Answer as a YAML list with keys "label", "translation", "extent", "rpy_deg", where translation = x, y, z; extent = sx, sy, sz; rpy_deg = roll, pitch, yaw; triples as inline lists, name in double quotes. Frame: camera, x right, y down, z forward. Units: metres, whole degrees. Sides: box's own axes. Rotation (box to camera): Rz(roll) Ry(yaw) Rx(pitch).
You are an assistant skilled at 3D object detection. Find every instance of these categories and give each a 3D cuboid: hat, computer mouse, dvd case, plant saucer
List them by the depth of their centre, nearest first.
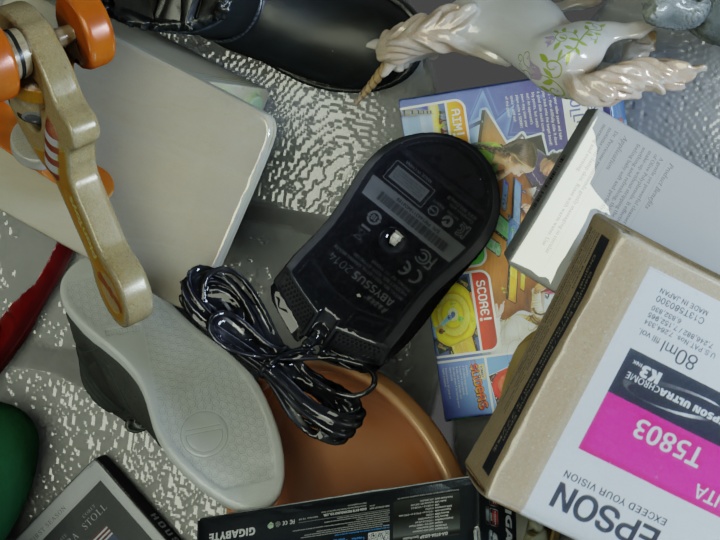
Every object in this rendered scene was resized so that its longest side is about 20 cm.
- label: "computer mouse"
  translation: [0.000, 0.000, 1.555]
  extent: [0.138, 0.053, 0.200]
  rpy_deg: [43, 72, 9]
- label: "plant saucer"
  translation: [-0.002, 0.146, 1.601]
  extent: [0.200, 0.037, 0.201]
  rpy_deg: [17, 116, 38]
- label: "dvd case"
  translation: [-0.152, 0.243, 1.694]
  extent: [0.150, 0.025, 0.200]
  rpy_deg: [-45, 81, 14]
- label: "hat"
  translation: [-0.228, 0.109, 1.714]
  extent: [0.166, 0.176, 0.200]
  rpy_deg: [49, 144, 10]

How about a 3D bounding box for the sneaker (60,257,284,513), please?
- label: "sneaker"
  translation: [-0.111, 0.084, 1.629]
  extent: [0.071, 0.099, 0.200]
  rpy_deg: [-35, 67, -16]

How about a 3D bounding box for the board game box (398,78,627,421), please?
- label: "board game box"
  translation: [0.104, -0.016, 1.596]
  extent: [0.135, 0.034, 0.201]
  rpy_deg: [-7, 91, 17]

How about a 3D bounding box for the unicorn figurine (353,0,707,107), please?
- label: "unicorn figurine"
  translation: [0.097, -0.141, 1.543]
  extent: [0.200, 0.137, 0.074]
  rpy_deg: [21, 133, 52]

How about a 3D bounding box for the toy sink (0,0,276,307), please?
- label: "toy sink"
  translation: [-0.138, -0.076, 1.629]
  extent: [0.199, 0.112, 0.131]
  rpy_deg: [27, 100, 19]

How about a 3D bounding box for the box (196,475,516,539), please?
- label: "box"
  translation: [-0.005, 0.211, 1.506]
  extent: [0.199, 0.046, 0.160]
  rpy_deg: [-12, 68, 30]

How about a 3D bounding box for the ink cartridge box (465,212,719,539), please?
- label: "ink cartridge box"
  translation: [0.183, 0.086, 1.437]
  extent: [0.199, 0.075, 0.165]
  rpy_deg: [25, 95, -10]

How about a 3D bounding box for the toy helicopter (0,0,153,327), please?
- label: "toy helicopter"
  translation: [-0.173, -0.060, 1.532]
  extent: [0.079, 0.132, 0.201]
  rpy_deg: [-23, 90, -23]

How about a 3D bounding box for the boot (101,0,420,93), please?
- label: "boot"
  translation: [-0.071, -0.160, 1.577]
  extent: [0.198, 0.162, 0.074]
  rpy_deg: [20, 97, 14]

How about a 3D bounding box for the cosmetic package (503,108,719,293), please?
- label: "cosmetic package"
  translation: [0.194, 0.000, 1.518]
  extent: [0.200, 0.085, 0.108]
  rpy_deg: [32, 94, -1]

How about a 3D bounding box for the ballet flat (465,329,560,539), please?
- label: "ballet flat"
  translation: [0.092, 0.131, 1.569]
  extent: [0.068, 0.063, 0.201]
  rpy_deg: [12, 111, 4]

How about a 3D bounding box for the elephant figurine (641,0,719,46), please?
- label: "elephant figurine"
  translation: [0.256, -0.221, 1.476]
  extent: [0.141, 0.155, 0.200]
  rpy_deg: [26, 117, -21]
